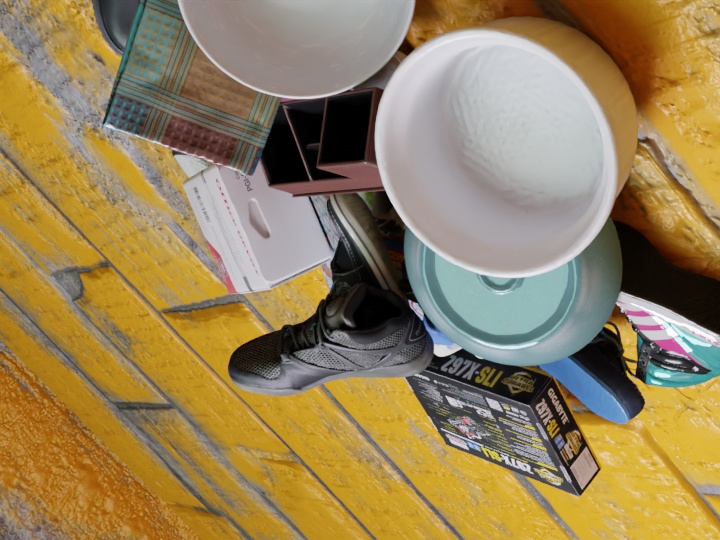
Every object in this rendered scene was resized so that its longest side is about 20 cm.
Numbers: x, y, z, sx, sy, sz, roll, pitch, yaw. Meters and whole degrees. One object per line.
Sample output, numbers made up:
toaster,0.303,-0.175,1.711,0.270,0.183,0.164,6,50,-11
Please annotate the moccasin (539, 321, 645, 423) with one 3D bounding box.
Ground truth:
moccasin,0.218,0.076,1.411,0.080,0.068,0.200,63,171,-30

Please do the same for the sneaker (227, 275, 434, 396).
sneaker,-0.040,0.058,1.393,0.199,0.076,0.114,-7,141,16

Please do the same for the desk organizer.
desk organizer,-0.024,-0.111,1.306,0.077,0.072,0.200,13,171,-38

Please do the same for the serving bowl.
serving bowl,-0.050,-0.246,1.229,0.200,0.066,0.200,3,118,6

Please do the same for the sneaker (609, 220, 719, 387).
sneaker,0.255,0.037,1.330,0.200,0.084,0.121,32,146,18

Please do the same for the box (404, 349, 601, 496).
box,0.146,0.153,1.599,0.200,0.049,0.160,16,149,44

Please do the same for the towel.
towel,-0.127,-0.197,1.287,0.147,0.200,0.022,18,-171,-12

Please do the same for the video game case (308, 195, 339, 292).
video game case,-0.021,-0.020,1.578,0.200,0.024,0.182,-133,21,-63

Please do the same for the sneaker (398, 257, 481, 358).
sneaker,0.082,0.023,1.427,0.111,0.077,0.200,54,173,-7

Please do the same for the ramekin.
ramekin,0.121,-0.103,1.167,0.200,0.098,0.201,12,116,25

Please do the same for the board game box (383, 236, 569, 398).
board game box,0.112,0.069,1.635,0.196,0.056,0.200,18,148,42

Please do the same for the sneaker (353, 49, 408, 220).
sneaker,0.025,-0.124,1.379,0.076,0.092,0.200,22,150,39

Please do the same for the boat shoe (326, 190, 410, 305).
boat shoe,0.000,0.000,1.425,0.200,0.062,0.075,66,-171,-45

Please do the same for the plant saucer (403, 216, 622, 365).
plant saucer,0.125,-0.005,1.284,0.200,0.036,0.200,8,109,22

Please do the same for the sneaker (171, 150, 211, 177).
sneaker,-0.161,-0.074,1.765,0.200,0.088,0.076,46,158,-7

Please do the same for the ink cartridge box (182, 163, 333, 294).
ink cartridge box,-0.116,-0.057,1.637,0.147,0.083,0.200,68,163,-5

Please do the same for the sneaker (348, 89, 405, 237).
sneaker,-0.009,-0.114,1.480,0.085,0.077,0.200,31,155,43

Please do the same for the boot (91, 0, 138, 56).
boot,-0.179,-0.286,1.368,0.200,0.066,0.165,3,102,53

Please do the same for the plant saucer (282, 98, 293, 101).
plant saucer,-0.112,-0.216,1.471,0.201,0.051,0.201,37,156,19
